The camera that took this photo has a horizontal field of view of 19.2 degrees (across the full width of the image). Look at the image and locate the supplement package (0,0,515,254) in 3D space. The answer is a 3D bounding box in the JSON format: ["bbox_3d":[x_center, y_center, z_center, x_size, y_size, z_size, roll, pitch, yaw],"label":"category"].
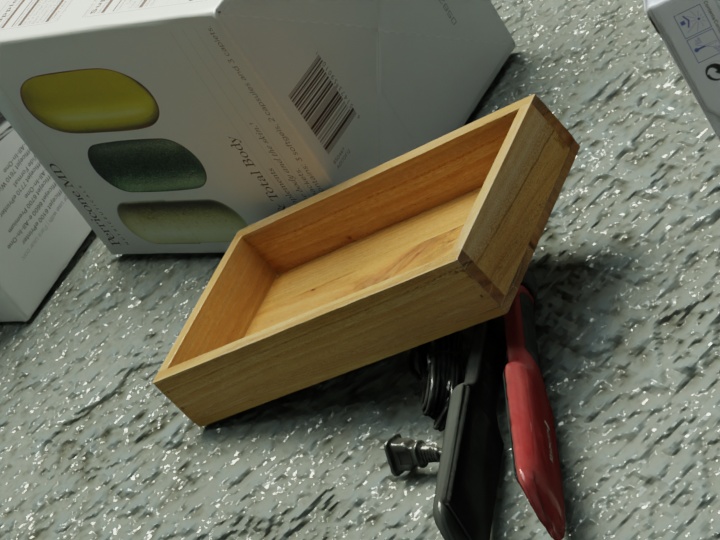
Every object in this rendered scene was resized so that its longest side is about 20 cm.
[{"bbox_3d":[-0.063,-0.112,1.061,0.199,0.152,0.151,0,46,44],"label":"supplement package"}]

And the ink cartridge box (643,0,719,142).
[{"bbox_3d":[0.221,-0.103,0.802,0.199,0.120,0.042,-23,30,20],"label":"ink cartridge box"}]

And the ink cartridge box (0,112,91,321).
[{"bbox_3d":[-0.259,-0.066,1.145,0.144,0.200,0.084,-2,46,42],"label":"ink cartridge box"}]

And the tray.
[{"bbox_3d":[0.000,0.000,0.923,0.199,0.037,0.099,-22,31,44],"label":"tray"}]

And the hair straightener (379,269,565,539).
[{"bbox_3d":[0.037,0.048,0.854,0.076,0.041,0.201,-25,32,16],"label":"hair straightener"}]
